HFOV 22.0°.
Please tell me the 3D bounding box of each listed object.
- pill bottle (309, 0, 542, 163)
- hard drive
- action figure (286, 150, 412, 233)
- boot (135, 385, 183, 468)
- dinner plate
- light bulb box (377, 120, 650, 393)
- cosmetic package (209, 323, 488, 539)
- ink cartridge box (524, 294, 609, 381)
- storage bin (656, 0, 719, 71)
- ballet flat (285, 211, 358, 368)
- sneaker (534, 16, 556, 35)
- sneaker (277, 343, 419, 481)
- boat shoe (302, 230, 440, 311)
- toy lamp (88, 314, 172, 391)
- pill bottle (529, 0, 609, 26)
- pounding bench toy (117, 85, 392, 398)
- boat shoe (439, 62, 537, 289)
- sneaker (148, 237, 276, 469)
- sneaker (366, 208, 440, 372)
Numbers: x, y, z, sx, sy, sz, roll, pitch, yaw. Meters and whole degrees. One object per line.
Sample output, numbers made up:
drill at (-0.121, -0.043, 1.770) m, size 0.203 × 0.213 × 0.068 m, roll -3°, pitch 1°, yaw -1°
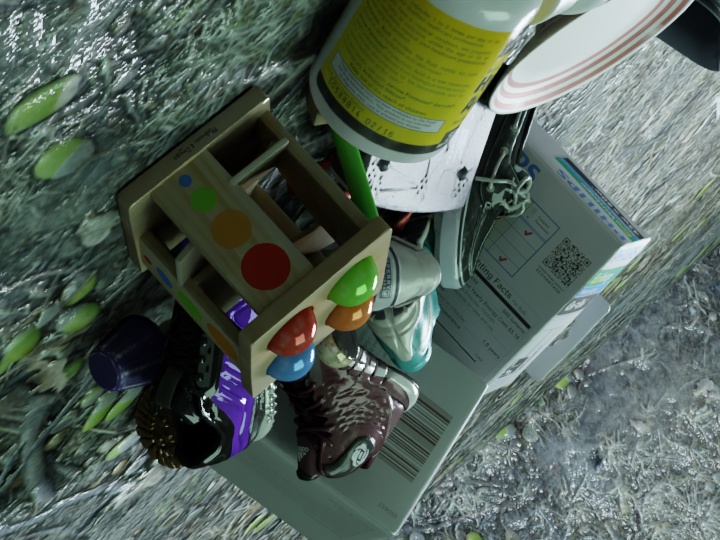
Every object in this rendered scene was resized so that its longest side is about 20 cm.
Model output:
pill bottle at (0.054, -0.175, 1.226) m, size 0.111 × 0.111 × 0.200 m, roll -29°, pitch 161°, yaw -46°
hard drive at (0.046, -0.114, 1.433) m, size 0.200 × 0.042 × 0.136 m, roll -1°, pitch 111°, yaw -64°
action figure at (0.010, -0.066, 1.539) m, size 0.200 × 0.065 × 0.099 m, roll -26°, pitch 152°, yaw -49°
boot at (-0.123, 0.093, 1.627) m, size 0.107 × 0.075 × 0.200 m, roll -35°, pitch 165°, yaw -53°
dinner plate at (0.184, -0.188, 1.469) m, size 0.199 × 0.024 × 0.200 m, roll -30°, pitch 170°, yaw -6°
light bulb box at (0.122, -0.026, 1.700) m, size 0.200 × 0.198 × 0.125 m, roll -46°, pitch 168°, yaw 17°
cosmetic package at (-0.022, 0.134, 1.659) m, size 0.168 × 0.166 × 0.200 m, roll -57°, pitch -172°, yaw -21°
ink cartridge box at (0.137, 0.005, 1.832) m, size 0.116 × 0.200 × 0.067 m, roll -47°, pitch 166°, yaw 16°
storage bin at (0.319, -0.280, 1.662) m, size 0.135 × 0.145 × 0.200 m, roll -54°, pitch 167°, yaw -1°
ballet flat at (-0.048, 0.020, 1.409) m, size 0.057 × 0.200 × 0.067 m, roll -32°, pitch 124°, yaw 0°
sneaker at (0.177, -0.235, 1.519) m, size 0.093 × 0.070 × 0.200 m, roll -22°, pitch 154°, yaw -40°
sneaker at (-0.040, 0.107, 1.486) m, size 0.200 × 0.075 × 0.116 m, roll 32°, pitch 79°, yaw -38°
boat shoe at (0.000, 0.000, 1.469) m, size 0.065 × 0.072 × 0.200 m, roll -3°, pitch 178°, yaw -24°
toy lamp at (-0.133, 0.040, 1.460) m, size 0.200 × 0.058 × 0.058 m, roll -33°, pitch 163°, yaw -44°
pill bottle at (0.166, -0.249, 1.330) m, size 0.200 × 0.110 × 0.110 m, roll -32°, pitch 163°, yaw -41°
pounding bench toy at (-0.040, -0.035, 1.284) m, size 0.200 × 0.156 × 0.124 m, roll -40°, pitch 166°, yaw -15°
boat shoe at (0.116, -0.078, 1.594) m, size 0.074 × 0.068 × 0.200 m, roll 47°, pitch 56°, yaw -76°
sneaker at (-0.117, 0.065, 1.382) m, size 0.099 × 0.069 × 0.201 m, roll -34°, pitch 130°, yaw -42°
sneaker at (0.033, 0.008, 1.575) m, size 0.077 × 0.080 × 0.200 m, roll -13°, pitch -146°, yaw 14°
